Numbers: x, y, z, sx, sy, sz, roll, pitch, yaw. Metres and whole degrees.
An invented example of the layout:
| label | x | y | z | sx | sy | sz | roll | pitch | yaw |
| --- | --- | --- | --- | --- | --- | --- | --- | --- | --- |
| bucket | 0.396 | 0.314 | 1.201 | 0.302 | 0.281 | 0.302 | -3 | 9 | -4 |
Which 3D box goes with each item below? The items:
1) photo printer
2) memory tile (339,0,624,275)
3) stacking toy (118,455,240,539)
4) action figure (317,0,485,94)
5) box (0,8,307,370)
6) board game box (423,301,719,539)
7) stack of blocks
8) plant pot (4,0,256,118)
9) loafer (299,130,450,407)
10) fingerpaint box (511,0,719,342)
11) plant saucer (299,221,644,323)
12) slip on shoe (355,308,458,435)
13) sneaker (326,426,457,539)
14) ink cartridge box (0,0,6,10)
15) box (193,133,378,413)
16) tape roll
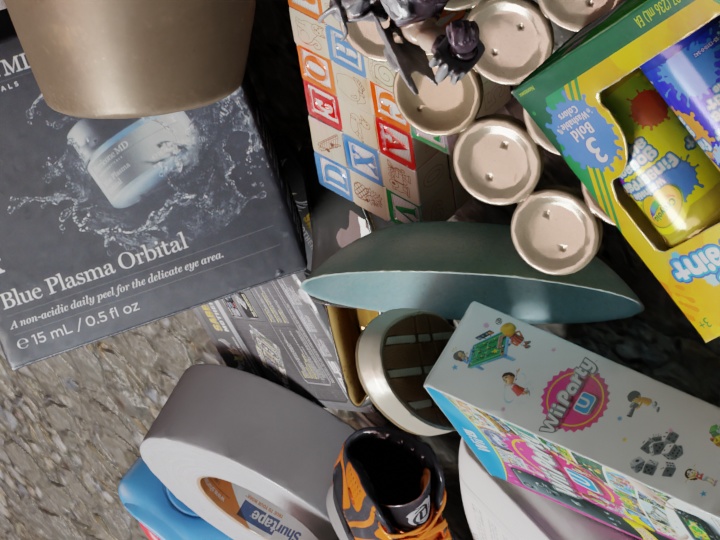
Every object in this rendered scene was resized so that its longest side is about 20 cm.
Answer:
| label | x | y | z | sx | sy | sz | roll | pitch | yaw |
| --- | --- | --- | --- | --- | --- | --- | --- | --- | --- |
| photo printer | 0.135 | 0.187 | 1.785 | 0.200 | 0.069 | 0.167 | 44 | 157 | 47 |
| memory tile | 0.095 | -0.105 | 1.491 | 0.153 | 0.017 | 0.200 | -37 | 96 | 26 |
| stacking toy | -0.108 | 0.204 | 2.179 | 0.116 | 0.110 | 0.200 | 36 | 161 | 22 |
| action figure | 0.054 | -0.169 | 1.427 | 0.200 | 0.069 | 0.130 | -25 | 91 | 32 |
| box | -0.156 | -0.072 | 1.723 | 0.117 | 0.196 | 0.200 | -103 | -7 | -73 |
| board game box | 0.153 | 0.105 | 1.627 | 0.200 | 0.064 | 0.148 | 24 | 165 | 28 |
| stack of blocks | 0.024 | -0.115 | 1.617 | 0.115 | 0.059 | 0.200 | 29 | 146 | 32 |
| plant pot | -0.132 | -0.180 | 1.561 | 0.200 | 0.200 | 0.175 | 14 | 114 | 47 |
| loafer | 0.000 | 0.000 | 1.780 | 0.073 | 0.072 | 0.200 | 16 | 137 | 47 |
| fingerpaint box | 0.196 | -0.076 | 1.375 | 0.167 | 0.073 | 0.200 | 52 | 142 | -6 |
| plant saucer | 0.066 | -0.001 | 1.630 | 0.201 | 0.201 | 0.039 | -11 | 73 | 58 |
| slip on shoe | 0.037 | 0.062 | 1.700 | 0.060 | 0.200 | 0.076 | -6 | 87 | 26 |
| sneaker | 0.039 | 0.188 | 1.816 | 0.200 | 0.077 | 0.112 | 53 | 161 | 21 |
| ink cartridge box | -0.194 | -0.139 | 1.872 | 0.147 | 0.083 | 0.200 | 56 | 150 | -14 |
| box | -0.065 | 0.001 | 1.901 | 0.158 | 0.048 | 0.200 | 3 | 128 | 55 |
| tape roll | -0.055 | 0.149 | 1.989 | 0.200 | 0.066 | 0.200 | 26 | 160 | 11 |
